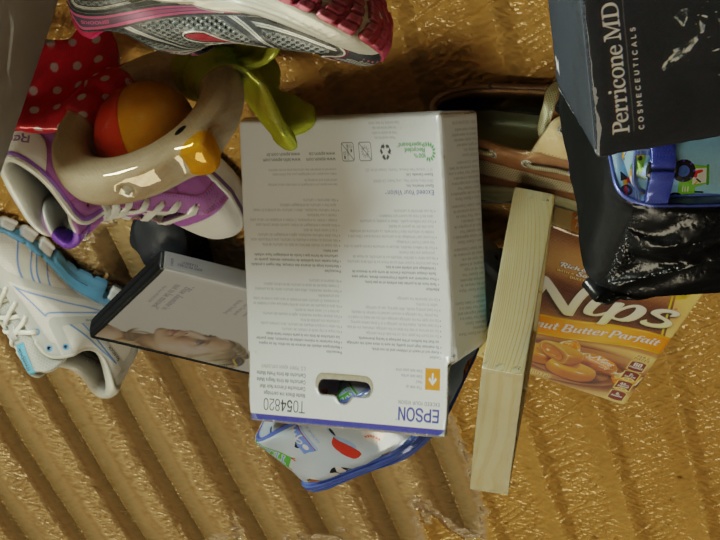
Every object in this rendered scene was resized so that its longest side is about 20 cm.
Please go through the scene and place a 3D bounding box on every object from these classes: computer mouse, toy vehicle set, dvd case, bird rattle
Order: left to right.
[{"bbox_3d":[-0.137,-0.105,1.733,0.198,0.164,0.113,-6,127,16],"label":"bird rattle"},{"bbox_3d":[-0.130,0.015,2.043,0.058,0.034,0.200,5,149,14],"label":"computer mouse"},{"bbox_3d":[-0.083,0.040,2.042,0.199,0.018,0.143,14,152,-23],"label":"dvd case"},{"bbox_3d":[0.097,0.049,1.780,0.026,0.125,0.200,10,154,5],"label":"toy vehicle set"}]

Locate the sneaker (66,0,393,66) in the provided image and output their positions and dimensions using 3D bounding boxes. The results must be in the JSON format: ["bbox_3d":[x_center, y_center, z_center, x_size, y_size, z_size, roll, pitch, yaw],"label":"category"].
[{"bbox_3d":[-0.077,-0.160,1.660,0.199,0.081,0.075,16,124,1],"label":"sneaker"}]

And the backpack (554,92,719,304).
[{"bbox_3d":[0.224,-0.074,1.597,0.198,0.184,0.135,2,140,-8],"label":"backpack"}]

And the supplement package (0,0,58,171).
[{"bbox_3d":[-0.262,-0.169,1.669,0.110,0.157,0.200,11,151,7],"label":"supplement package"}]

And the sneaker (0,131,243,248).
[{"bbox_3d":[-0.164,-0.048,1.873,0.200,0.115,0.072,33,144,-30],"label":"sneaker"}]

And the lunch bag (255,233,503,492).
[{"bbox_3d":[0.015,0.051,1.883,0.075,0.201,0.160,41,142,-17],"label":"lunch bag"}]

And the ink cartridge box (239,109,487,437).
[{"bbox_3d":[0.000,0.000,1.770,0.040,0.202,0.199,-4,-176,-42],"label":"ink cartridge box"}]

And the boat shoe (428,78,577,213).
[{"bbox_3d":[0.131,-0.081,1.725,0.199,0.076,0.074,0,144,23],"label":"boat shoe"}]

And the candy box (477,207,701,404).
[{"bbox_3d":[0.160,0.012,1.885,0.115,0.056,0.200,18,151,-4],"label":"candy box"}]

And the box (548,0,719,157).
[{"bbox_3d":[0.188,-0.180,1.340,0.195,0.124,0.201,-9,112,-2],"label":"box"}]

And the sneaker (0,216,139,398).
[{"bbox_3d":[-0.245,0.029,2.067,0.199,0.087,0.075,31,148,-24],"label":"sneaker"}]
